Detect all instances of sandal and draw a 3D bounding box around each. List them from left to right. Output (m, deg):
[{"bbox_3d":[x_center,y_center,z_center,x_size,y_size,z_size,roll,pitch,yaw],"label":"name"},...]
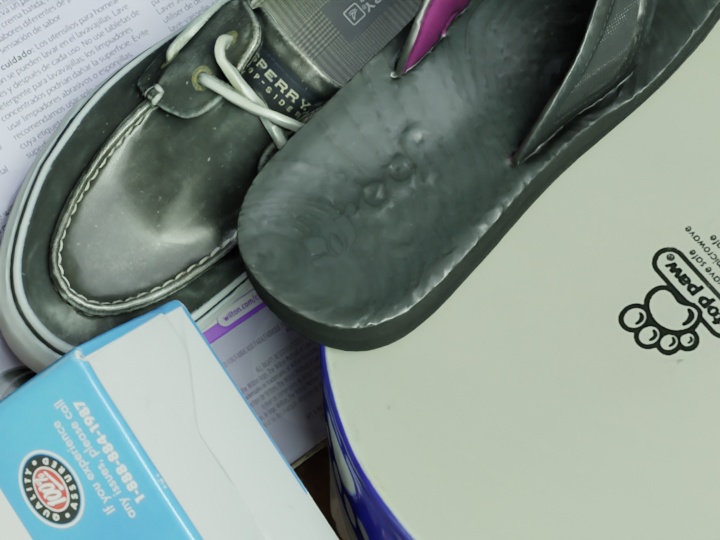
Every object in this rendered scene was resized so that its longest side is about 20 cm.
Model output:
[{"bbox_3d":[0.044,-0.065,0.595,0.075,0.048,0.201,30,69,18],"label":"sandal"}]

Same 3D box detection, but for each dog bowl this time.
[{"bbox_3d":[0.088,0.026,0.617,0.199,0.079,0.201,-2,62,3],"label":"dog bowl"}]

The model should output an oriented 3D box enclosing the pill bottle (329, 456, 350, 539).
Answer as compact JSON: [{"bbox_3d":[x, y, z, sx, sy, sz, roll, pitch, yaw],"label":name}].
[{"bbox_3d":[0.040,0.144,0.668,0.112,0.113,0.201,6,63,-22],"label":"pill bottle"}]

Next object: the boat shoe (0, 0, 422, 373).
[{"bbox_3d":[-0.028,-0.052,0.640,0.072,0.071,0.200,42,69,-6],"label":"boat shoe"}]

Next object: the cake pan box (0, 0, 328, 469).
[{"bbox_3d":[-0.065,-0.022,0.685,0.200,0.052,0.185,-36,92,-23],"label":"cake pan box"}]

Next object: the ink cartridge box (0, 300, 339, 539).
[{"bbox_3d":[-0.102,0.111,0.601,0.116,0.200,0.068,57,22,1],"label":"ink cartridge box"}]
